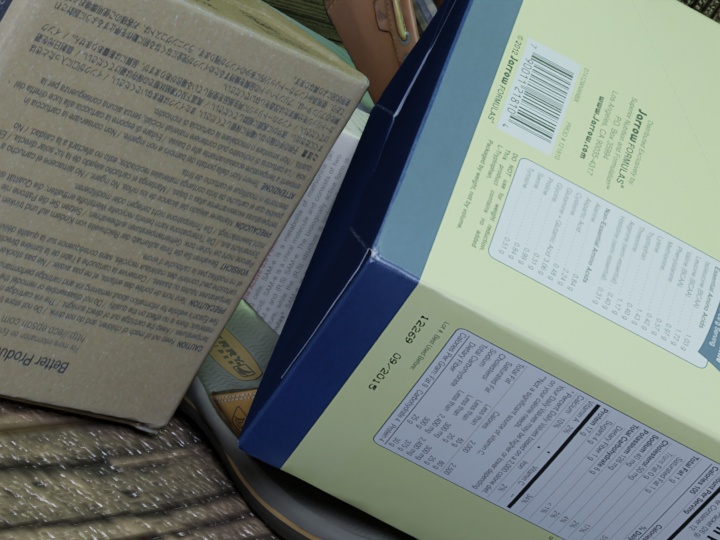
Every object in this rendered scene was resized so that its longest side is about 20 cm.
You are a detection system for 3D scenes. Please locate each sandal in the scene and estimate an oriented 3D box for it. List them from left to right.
[{"bbox_3d":[-0.018,0.055,1.033,0.082,0.055,0.200,-8,42,-41],"label":"sandal"}]

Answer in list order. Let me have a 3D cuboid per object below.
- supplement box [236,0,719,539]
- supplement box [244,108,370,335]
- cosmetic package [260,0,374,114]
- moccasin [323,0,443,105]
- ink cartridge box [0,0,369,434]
[{"bbox_3d":[0.091,0.008,0.992,0.199,0.134,0.200,28,49,-7],"label":"supplement box"},{"bbox_3d":[0.000,0.000,1.159,0.200,0.126,0.074,24,13,-23],"label":"supplement box"},{"bbox_3d":[-0.041,-0.054,1.343,0.200,0.123,0.199,27,13,-29],"label":"cosmetic package"},{"bbox_3d":[0.060,-0.069,1.232,0.074,0.078,0.202,-29,97,-38],"label":"moccasin"},{"bbox_3d":[-0.109,-0.038,0.935,0.075,0.165,0.200,38,10,31],"label":"ink cartridge box"}]
